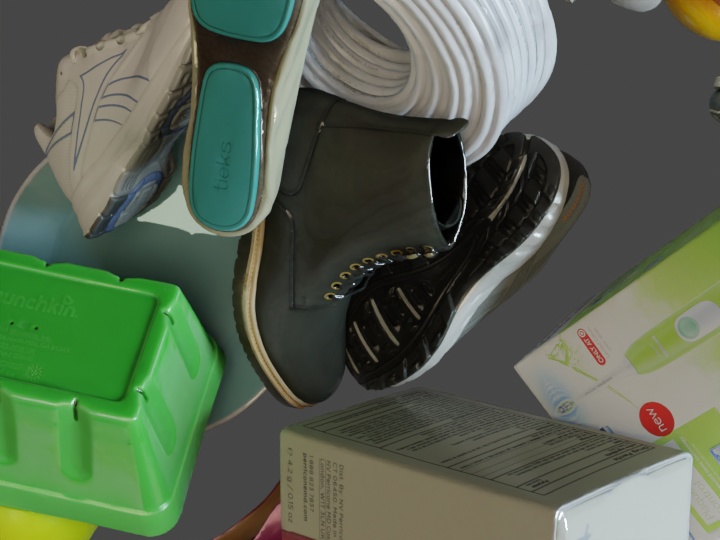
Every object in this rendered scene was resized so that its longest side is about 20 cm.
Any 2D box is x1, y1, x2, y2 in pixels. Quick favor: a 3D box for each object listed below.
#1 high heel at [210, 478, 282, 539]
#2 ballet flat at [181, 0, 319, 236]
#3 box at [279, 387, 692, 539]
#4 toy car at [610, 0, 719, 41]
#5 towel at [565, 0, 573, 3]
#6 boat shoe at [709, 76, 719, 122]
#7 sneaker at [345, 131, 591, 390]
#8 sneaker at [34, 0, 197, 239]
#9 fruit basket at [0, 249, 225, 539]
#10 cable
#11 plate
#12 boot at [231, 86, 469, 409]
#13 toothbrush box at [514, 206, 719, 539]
[{"bbox_3d":[-0.080,0.158,0.849,0.198,0.067,0.097,-20,107,-7],"label":"high heel"},{"bbox_3d":[-0.053,-0.116,0.679,0.069,0.070,0.202,15,115,3],"label":"ballet flat"},{"bbox_3d":[0.066,0.145,0.748,0.199,0.127,0.111,10,104,44],"label":"box"},{"bbox_3d":[0.211,-0.223,0.703,0.173,0.150,0.203,-3,99,-10],"label":"toy car"},{"bbox_3d":[0.049,-0.242,0.789,0.197,0.034,0.134,14,102,2],"label":"towel"},{"bbox_3d":[0.278,-0.040,0.780,0.199,0.073,0.062,33,97,-6],"label":"boat shoe"},{"bbox_3d":[0.063,0.004,0.808,0.200,0.079,0.074,-45,62,26],"label":"sneaker"},{"bbox_3d":[-0.130,-0.102,0.756,0.087,0.074,0.200,48,128,6],"label":"sneaker"},{"bbox_3d":[-0.192,0.096,0.809,0.213,0.157,0.217,9,143,7],"label":"fruit basket"},{"bbox_3d":[0.006,-0.141,0.733,0.198,0.069,0.201,17,145,30],"label":"cable"},{"bbox_3d":[-0.131,0.006,0.851,0.197,0.026,0.203,1,100,6],"label":"plate"},{"bbox_3d":[0.000,0.000,0.756,0.137,0.077,0.202,12,125,32],"label":"boot"},{"bbox_3d":[0.207,0.050,0.740,0.146,0.086,0.200,53,135,4],"label":"toothbrush box"}]
